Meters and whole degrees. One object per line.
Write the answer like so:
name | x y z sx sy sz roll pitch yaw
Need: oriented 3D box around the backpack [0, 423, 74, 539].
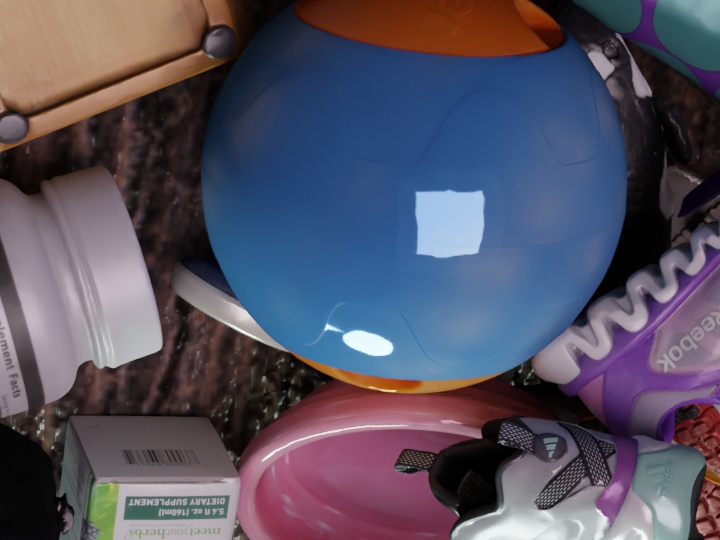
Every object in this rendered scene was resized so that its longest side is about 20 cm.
backpack | -0.248 0.179 1.358 0.153 0.163 0.200 25 111 -17

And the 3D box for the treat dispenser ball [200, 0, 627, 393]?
treat dispenser ball | 0.025 -0.042 1.278 0.200 0.201 0.202 -7 115 -15

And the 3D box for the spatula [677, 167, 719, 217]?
spatula | 0.200 -0.044 1.396 0.056 0.200 0.021 -37 78 15

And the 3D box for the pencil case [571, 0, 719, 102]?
pencil case | 0.183 -0.131 1.324 0.200 0.085 0.093 32 116 -6

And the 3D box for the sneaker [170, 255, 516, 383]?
sneaker | 0.000 0.000 1.401 0.199 0.075 0.085 11 104 -29

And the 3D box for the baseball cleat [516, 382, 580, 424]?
baseball cleat | 0.167 0.054 1.489 0.199 0.070 0.107 5 98 -25

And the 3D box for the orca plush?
orca plush | 0.109 -0.038 1.391 0.071 0.105 0.201 -37 140 -32

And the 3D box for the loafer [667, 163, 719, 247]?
loafer | 0.218 0.023 1.439 0.072 0.063 0.200 -37 92 -17

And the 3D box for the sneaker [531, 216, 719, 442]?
sneaker | 0.182 0.018 1.304 0.200 0.080 0.089 -38 84 18

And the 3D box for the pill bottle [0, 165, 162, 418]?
pill bottle | -0.205 0.022 1.314 0.199 0.114 0.114 -18 118 -11

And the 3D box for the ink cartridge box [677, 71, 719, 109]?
ink cartridge box | 0.288 -0.147 1.423 0.164 0.075 0.200 23 104 -24

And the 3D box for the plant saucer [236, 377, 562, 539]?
plant saucer | 0.034 0.110 1.424 0.200 0.051 0.201 4 145 3

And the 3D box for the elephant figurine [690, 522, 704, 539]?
elephant figurine | 0.202 0.178 1.511 0.200 0.155 0.142 -31 110 1

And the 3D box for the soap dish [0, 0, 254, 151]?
soap dish | -0.144 -0.161 1.269 0.157 0.081 0.201 -22 117 -8

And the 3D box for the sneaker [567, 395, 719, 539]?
sneaker | 0.195 0.088 1.417 0.200 0.082 0.078 42 124 -18

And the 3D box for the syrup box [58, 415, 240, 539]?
syrup box | -0.120 0.182 1.433 0.078 0.081 0.201 2 111 -18

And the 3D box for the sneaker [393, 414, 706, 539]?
sneaker | 0.081 0.122 1.336 0.139 0.078 0.200 18 147 1
